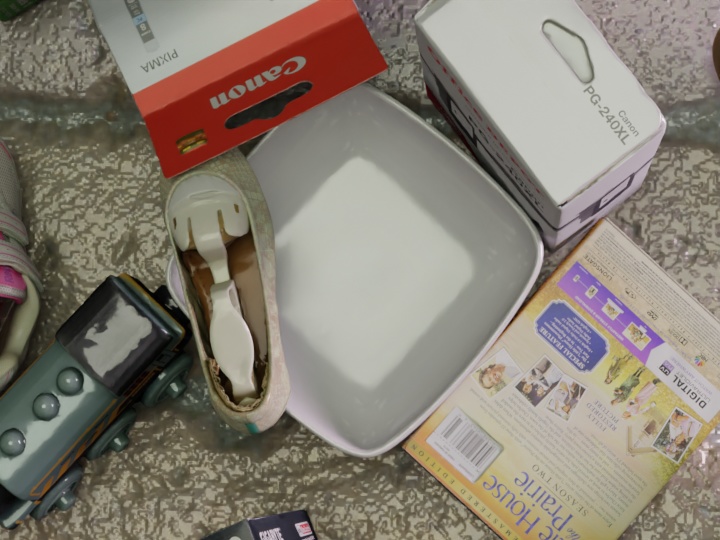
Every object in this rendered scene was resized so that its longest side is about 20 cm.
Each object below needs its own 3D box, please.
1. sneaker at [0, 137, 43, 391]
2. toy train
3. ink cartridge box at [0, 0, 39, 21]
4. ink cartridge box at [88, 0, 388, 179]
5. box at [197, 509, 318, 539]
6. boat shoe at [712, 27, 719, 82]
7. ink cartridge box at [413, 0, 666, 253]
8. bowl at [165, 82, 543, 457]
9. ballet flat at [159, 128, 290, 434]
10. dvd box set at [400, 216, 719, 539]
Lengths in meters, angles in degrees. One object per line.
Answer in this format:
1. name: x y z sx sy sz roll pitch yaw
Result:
1. sneaker: -0.245 -0.002 1.154 0.081 0.088 0.201 6 76 -39
2. toy train: -0.188 0.085 1.143 0.085 0.114 0.200 44 89 9
3. ink cartridge box: -0.201 -0.287 1.202 0.199 0.084 0.147 -30 82 0
4. ink cartridge box: -0.087 -0.166 1.146 0.159 0.047 0.200 -26 45 1
5. box: -0.039 0.228 1.069 0.046 0.200 0.160 -24 81 5
6. boat shoe: 0.316 -0.099 1.148 0.200 0.072 0.065 42 52 13
7. ink cartridge box: 0.108 -0.102 1.094 0.083 0.200 0.145 -37 81 0
8. bowl: 0.000 0.000 1.156 0.200 0.075 0.200 41 89 9
9. ballet flat: -0.082 0.001 1.095 0.067 0.062 0.201 -16 82 3
10. dvd box set: 0.144 0.088 1.144 0.146 0.029 0.200 41 88 0
